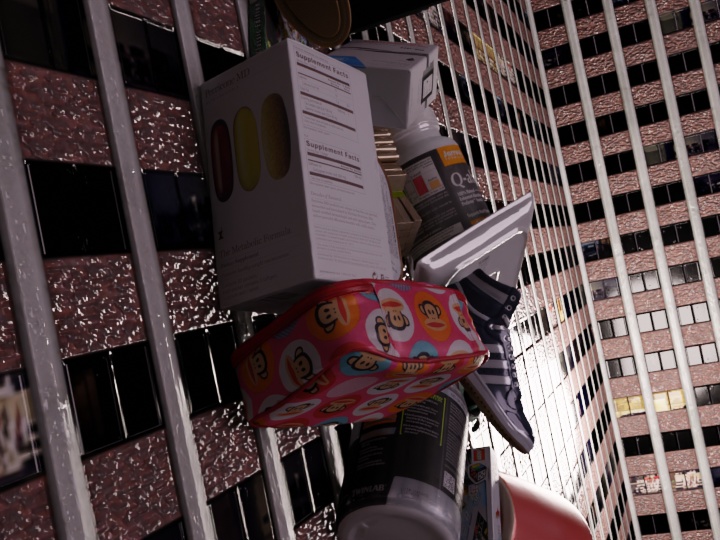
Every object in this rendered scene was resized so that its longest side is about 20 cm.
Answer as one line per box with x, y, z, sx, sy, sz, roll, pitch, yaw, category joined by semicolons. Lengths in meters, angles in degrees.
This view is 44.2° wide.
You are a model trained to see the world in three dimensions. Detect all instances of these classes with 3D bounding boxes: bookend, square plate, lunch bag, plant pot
0.058;-0.372;1.119;0.199;0.197;0.094;-45;120;-64;bookend
0.136;0.023;1.083;0.199;0.028;0.200;-31;144;-29;square plate
-0.006;0.081;0.752;0.198;0.176;0.083;7;54;-48;lunch bag
0.153;0.323;1.027;0.177;0.198;0.203;43;40;-42;plant pot

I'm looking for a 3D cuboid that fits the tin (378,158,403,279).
-0.001;-0.062;0.952;0.111;0.041;0.203;31;42;-45;tin

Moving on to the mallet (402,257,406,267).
0.045;-0.010;1.124;0.202;0.041;0.066;-85;151;-48;mallet

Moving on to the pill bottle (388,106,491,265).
0.091;-0.099;1.137;0.203;0.115;0.116;66;20;8;pill bottle

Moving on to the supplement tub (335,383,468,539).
0.047;0.187;0.898;0.202;0.121;0.123;-77;147;-46;supplement tub

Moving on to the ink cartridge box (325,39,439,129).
0.026;-0.230;1.057;0.200;0.114;0.069;-55;150;-62;ink cartridge box

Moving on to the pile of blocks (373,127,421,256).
0.011;-0.112;1.075;0.061;0.082;0.203;-5;70;-26;pile of blocks

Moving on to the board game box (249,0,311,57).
-0.079;-0.193;0.915;0.105;0.023;0.203;38;44;-60;board game box

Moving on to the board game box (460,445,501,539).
0.086;0.292;0.934;0.035;0.124;0.203;52;33;-48;board game box

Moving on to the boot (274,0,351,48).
-0.057;-0.334;0.939;0.202;0.073;0.155;60;19;-8;boot

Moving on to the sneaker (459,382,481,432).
0.114;0.154;1.091;0.200;0.116;0.075;-26;101;-69;sneaker

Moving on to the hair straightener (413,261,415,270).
0.095;-0.089;1.255;0.202;0.040;0.078;-78;165;-47;hair straightener

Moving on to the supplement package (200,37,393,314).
-0.056;-0.073;0.763;0.109;0.113;0.204;9;69;-52;supplement package

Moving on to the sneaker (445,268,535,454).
0.155;0.093;0.974;0.201;0.108;0.070;54;-5;10;sneaker
